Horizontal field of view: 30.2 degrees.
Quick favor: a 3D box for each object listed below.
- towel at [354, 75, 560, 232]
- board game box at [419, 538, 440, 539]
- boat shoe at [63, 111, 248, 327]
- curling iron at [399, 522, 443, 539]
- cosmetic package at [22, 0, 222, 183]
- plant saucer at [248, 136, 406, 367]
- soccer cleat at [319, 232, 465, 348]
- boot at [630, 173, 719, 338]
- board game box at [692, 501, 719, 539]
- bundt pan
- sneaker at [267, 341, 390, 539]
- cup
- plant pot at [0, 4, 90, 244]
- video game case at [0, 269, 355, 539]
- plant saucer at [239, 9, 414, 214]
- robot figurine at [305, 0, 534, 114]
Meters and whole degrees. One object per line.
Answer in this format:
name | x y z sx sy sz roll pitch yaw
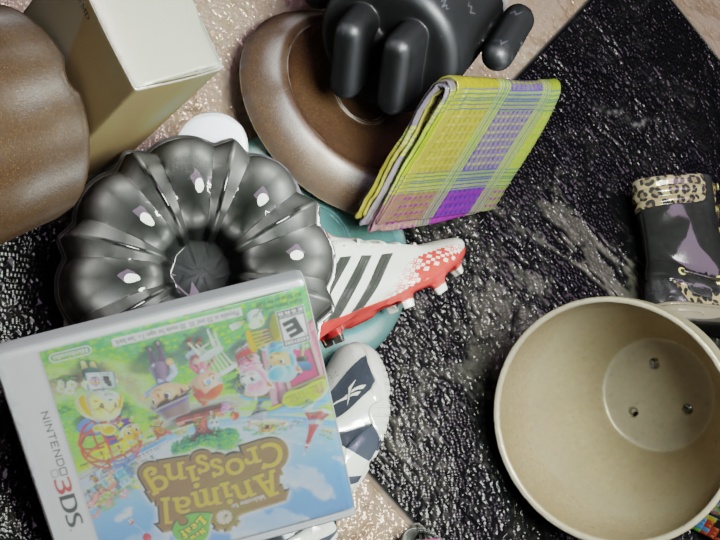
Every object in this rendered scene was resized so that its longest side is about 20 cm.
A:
towel | 0.085 -0.099 1.083 0.023 0.144 0.200 42 28 24
board game box | 0.002 0.286 0.877 0.147 0.064 0.200 2 67 -33
boat shoe | -0.149 -0.024 0.974 0.072 0.068 0.200 29 81 -7
curling iron | 0.029 0.285 0.998 0.050 0.026 0.200 28 60 -18
cosmetic package | -0.185 -0.134 0.908 0.071 0.200 0.105 -23 85 -37
plant saucer | -0.040 -0.020 1.068 0.200 0.027 0.200 11 67 -28
soccer cleat | 0.000 0.000 1.030 0.200 0.069 0.085 -26 92 -32
boot | 0.344 -0.013 1.286 0.200 0.073 0.151 1 72 -27
board game box | 0.370 0.126 1.190 0.057 0.165 0.200 27 56 13
bundt pan | -0.109 0.001 0.906 0.202 0.076 0.202 1 86 -10
sneaker | -0.062 0.119 0.968 0.130 0.079 0.199 36 67 -27
cup | 0.231 0.113 1.109 0.143 0.200 0.201 -11 78 -60
plant pot | -0.293 -0.076 0.836 0.198 0.200 0.200 -27 88 -45
video game case | -0.116 0.107 0.867 0.200 0.022 0.182 -14 114 -6
plant saucer | -0.007 -0.139 1.109 0.200 0.032 0.200 19 55 -29
robot figurine | 0.046 -0.210 1.083 0.150 0.125 0.200 49 45 -13
